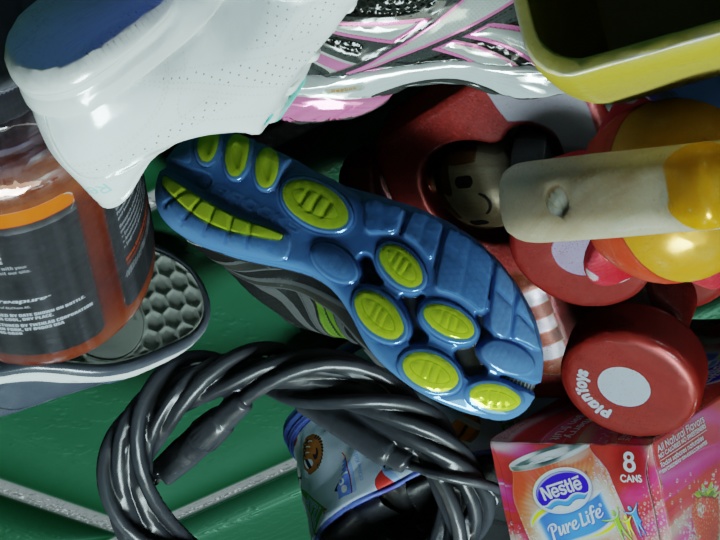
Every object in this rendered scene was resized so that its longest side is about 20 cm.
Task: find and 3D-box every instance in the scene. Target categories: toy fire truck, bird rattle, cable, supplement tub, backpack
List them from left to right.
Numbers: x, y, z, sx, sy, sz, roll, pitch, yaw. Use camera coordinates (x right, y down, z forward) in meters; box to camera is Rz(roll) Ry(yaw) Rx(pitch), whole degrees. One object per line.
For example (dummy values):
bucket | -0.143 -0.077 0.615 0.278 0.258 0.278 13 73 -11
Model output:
supplement tub | -0.141 -0.048 0.910 0.106 0.108 0.200 -10 153 -5
cable | -0.028 0.108 1.129 0.198 0.051 0.164 -7 111 10
backpack | 0.055 0.101 1.238 0.199 0.155 0.190 -32 155 20
toy fire truck | 0.077 -0.013 1.055 0.167 0.112 0.201 -4 131 26
bird rattle | 0.121 -0.036 0.791 0.162 0.114 0.199 -3 -171 -41

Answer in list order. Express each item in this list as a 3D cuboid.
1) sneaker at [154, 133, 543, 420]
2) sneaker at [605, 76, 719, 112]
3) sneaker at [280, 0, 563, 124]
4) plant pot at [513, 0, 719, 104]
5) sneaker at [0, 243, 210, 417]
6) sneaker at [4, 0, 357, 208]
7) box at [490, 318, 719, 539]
sneaker | -0.001 0.000 1.027 0.071 0.199 0.083 -59 164 -5
sneaker | 0.202 -0.108 0.947 0.199 0.081 0.147 -1 134 -46
sneaker | 0.041 -0.117 0.894 0.199 0.081 0.087 -16 143 -7
plant pot | 0.132 -0.157 0.740 0.199 0.201 0.176 -15 167 4
sneaker | -0.183 0.046 1.116 0.201 0.077 0.146 -11 163 -22
sneaker | -0.032 -0.098 0.832 0.199 0.075 0.089 -32 130 -12
box | 0.167 0.096 1.145 0.099 0.096 0.199 -3 -165 41
